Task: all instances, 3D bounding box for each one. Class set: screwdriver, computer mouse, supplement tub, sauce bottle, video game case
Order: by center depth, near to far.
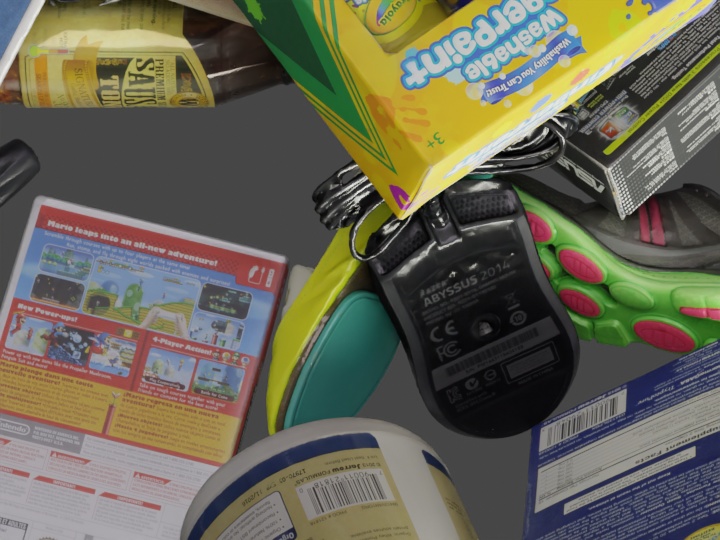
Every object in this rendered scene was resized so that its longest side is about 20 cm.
[{"bbox_3d":[0.005,0.185,1.292,0.143,0.145,0.201,-20,49,-5],"label":"supplement tub"},{"bbox_3d":[0.056,-0.002,1.378,0.138,0.201,0.053,-21,38,-5],"label":"computer mouse"},{"bbox_3d":[-0.130,0.070,1.427,0.142,0.017,0.201,14,73,5],"label":"video game case"},{"bbox_3d":[-0.250,-0.001,1.444,0.200,0.028,0.029,-43,48,-15],"label":"screwdriver"},{"bbox_3d":[-0.099,-0.119,1.462,0.198,0.066,0.067,-1,72,3],"label":"sauce bottle"}]

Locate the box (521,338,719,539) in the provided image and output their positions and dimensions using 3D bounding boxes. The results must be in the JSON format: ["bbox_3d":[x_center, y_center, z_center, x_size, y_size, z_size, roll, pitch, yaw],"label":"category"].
[{"bbox_3d":[0.135,0.112,1.313,0.121,0.200,0.033,-26,110,19],"label":"box"}]

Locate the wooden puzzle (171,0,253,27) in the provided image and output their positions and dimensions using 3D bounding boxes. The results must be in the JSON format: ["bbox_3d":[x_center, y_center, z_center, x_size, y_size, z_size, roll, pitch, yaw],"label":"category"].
[{"bbox_3d":[-0.018,-0.205,1.381,0.199,0.046,0.186,22,69,30],"label":"wooden puzzle"}]

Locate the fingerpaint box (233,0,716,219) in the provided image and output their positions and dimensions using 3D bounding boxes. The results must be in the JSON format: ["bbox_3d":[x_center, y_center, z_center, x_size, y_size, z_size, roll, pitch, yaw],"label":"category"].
[{"bbox_3d":[0.053,-0.151,1.285,0.199,0.073,0.167,-33,80,-20],"label":"fingerpaint box"}]

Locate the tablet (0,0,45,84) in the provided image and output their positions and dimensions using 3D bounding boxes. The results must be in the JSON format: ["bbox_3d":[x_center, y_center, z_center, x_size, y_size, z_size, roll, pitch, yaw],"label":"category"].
[{"bbox_3d":[-0.236,-0.119,1.442,0.130,0.014,0.201,31,95,30],"label":"tablet"}]

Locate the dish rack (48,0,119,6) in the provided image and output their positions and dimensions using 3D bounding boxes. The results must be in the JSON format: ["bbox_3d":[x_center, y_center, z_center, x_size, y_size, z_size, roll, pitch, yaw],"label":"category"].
[{"bbox_3d":[-0.139,-0.228,1.483,0.153,0.055,0.201,-28,62,-7],"label":"dish rack"}]

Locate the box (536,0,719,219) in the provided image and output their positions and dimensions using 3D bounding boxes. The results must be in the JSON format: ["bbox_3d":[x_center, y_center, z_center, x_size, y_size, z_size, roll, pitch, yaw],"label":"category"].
[{"bbox_3d":[0.151,-0.140,1.443,0.200,0.044,0.160,-43,52,-13],"label":"box"}]

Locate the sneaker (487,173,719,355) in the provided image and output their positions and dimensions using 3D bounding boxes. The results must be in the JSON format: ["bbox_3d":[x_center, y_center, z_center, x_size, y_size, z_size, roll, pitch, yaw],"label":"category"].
[{"bbox_3d":[0.151,-0.006,1.430,0.199,0.077,0.084,21,44,11],"label":"sneaker"}]

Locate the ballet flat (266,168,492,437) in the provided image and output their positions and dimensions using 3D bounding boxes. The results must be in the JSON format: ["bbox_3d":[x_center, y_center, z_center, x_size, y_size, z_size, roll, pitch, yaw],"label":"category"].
[{"bbox_3d":[0.000,0.000,1.423,0.067,0.067,0.201,32,92,41],"label":"ballet flat"}]
